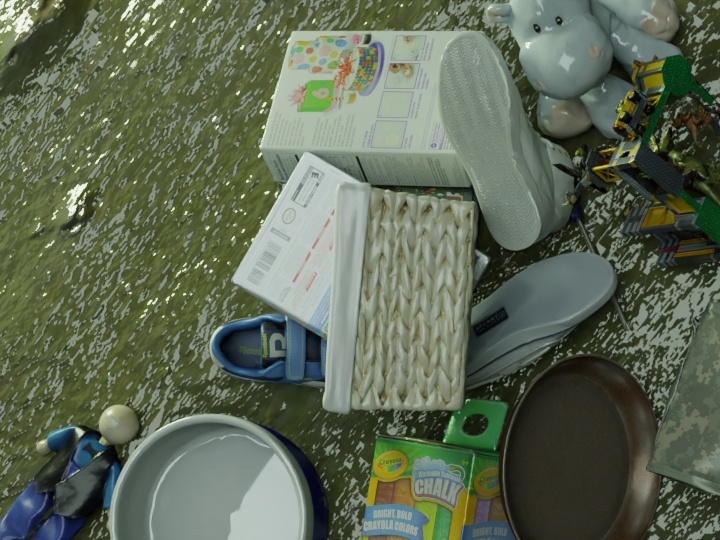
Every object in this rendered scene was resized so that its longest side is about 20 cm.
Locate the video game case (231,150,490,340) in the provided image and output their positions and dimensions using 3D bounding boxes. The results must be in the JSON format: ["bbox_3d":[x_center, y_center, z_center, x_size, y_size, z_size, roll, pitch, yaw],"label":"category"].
[{"bbox_3d":[0.000,0.000,1.635,0.200,0.018,0.143,31,92,7],"label":"video game case"}]

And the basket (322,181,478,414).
[{"bbox_3d":[0.038,0.026,1.553,0.123,0.136,0.201,3,90,4],"label":"basket"}]

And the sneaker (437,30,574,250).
[{"bbox_3d":[0.136,-0.122,1.618,0.074,0.116,0.201,-15,92,28],"label":"sneaker"}]

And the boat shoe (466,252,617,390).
[{"bbox_3d":[0.153,0.049,1.639,0.200,0.065,0.074,-26,55,18],"label":"boat shoe"}]

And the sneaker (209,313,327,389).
[{"bbox_3d":[-0.053,0.077,1.688,0.199,0.082,0.074,-4,79,14],"label":"sneaker"}]

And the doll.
[{"bbox_3d":[-0.287,0.219,1.754,0.136,0.048,0.200,36,86,28],"label":"doll"}]

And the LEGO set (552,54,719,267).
[{"bbox_3d":[0.271,-0.094,1.585,0.116,0.200,0.154,-7,59,56],"label":"LEGO set"}]

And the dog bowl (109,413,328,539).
[{"bbox_3d":[-0.134,0.240,1.688,0.199,0.079,0.201,-3,80,16],"label":"dog bowl"}]

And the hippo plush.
[{"bbox_3d":[0.208,-0.224,1.614,0.159,0.161,0.201,-18,77,14],"label":"hippo plush"}]

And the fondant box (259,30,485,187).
[{"bbox_3d":[0.018,-0.156,1.691,0.199,0.058,0.145,3,59,17],"label":"fondant box"}]

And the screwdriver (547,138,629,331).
[{"bbox_3d":[0.208,-0.032,1.655,0.029,0.028,0.201,-31,72,42],"label":"screwdriver"}]

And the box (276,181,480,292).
[{"bbox_3d":[0.016,-0.051,1.710,0.199,0.038,0.137,1,82,17],"label":"box"}]

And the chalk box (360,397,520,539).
[{"bbox_3d":[0.088,0.213,1.581,0.124,0.124,0.201,2,82,46],"label":"chalk box"}]

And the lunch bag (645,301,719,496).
[{"bbox_3d":[0.363,0.131,1.534,0.199,0.118,0.164,21,89,14],"label":"lunch bag"}]

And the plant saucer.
[{"bbox_3d":[0.189,0.173,1.559,0.032,0.200,0.201,-1,79,50],"label":"plant saucer"}]
